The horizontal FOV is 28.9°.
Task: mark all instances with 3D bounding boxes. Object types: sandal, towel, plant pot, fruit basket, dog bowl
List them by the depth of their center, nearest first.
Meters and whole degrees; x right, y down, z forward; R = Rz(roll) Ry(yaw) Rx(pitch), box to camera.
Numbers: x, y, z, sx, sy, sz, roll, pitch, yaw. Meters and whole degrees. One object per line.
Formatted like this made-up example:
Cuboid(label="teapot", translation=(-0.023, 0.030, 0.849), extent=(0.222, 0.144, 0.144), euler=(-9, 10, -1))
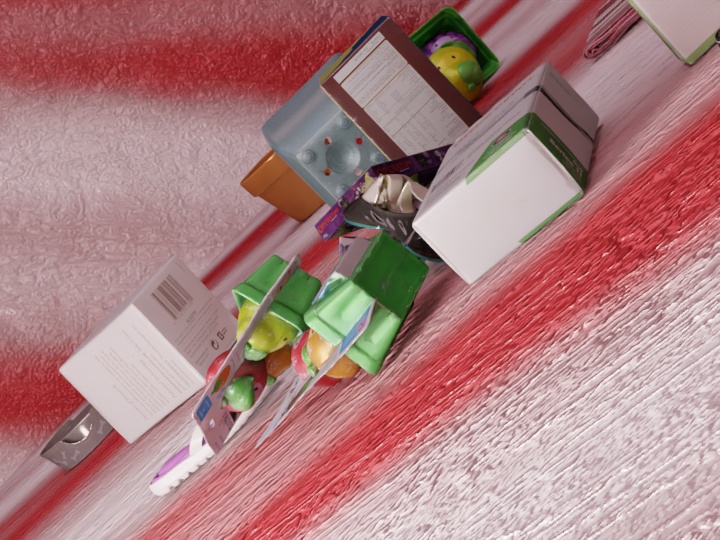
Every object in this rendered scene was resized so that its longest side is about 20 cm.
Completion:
Cuboid(label="fruit basket", translation=(-0.027, 0.060, 1.352), extent=(0.200, 0.094, 0.186), euler=(-43, 9, 34))
Cuboid(label="fruit basket", translation=(-0.108, 0.096, 1.489), extent=(0.185, 0.093, 0.201), euler=(86, -151, -69))
Cuboid(label="sandal", translation=(-0.177, 0.180, 1.619), extent=(0.203, 0.050, 0.082), euler=(-45, 9, 1))
Cuboid(label="towel", translation=(0.337, -0.333, 1.700), extent=(0.144, 0.023, 0.200), euler=(-41, 9, 28))
Cuboid(label="fruit basket", translation=(0.122, -0.314, 2.224), extent=(0.215, 0.156, 0.216), euler=(-41, -4, -4))
Cuboid(label="plant pot", translation=(-0.032, -0.213, 2.326), extent=(0.196, 0.196, 0.200), euler=(-43, 16, 9))
Cuboid(label="dog bowl", translation=(-0.503, 0.287, 2.585), extent=(0.200, 0.059, 0.200), euler=(-44, 8, 8))
Cuboid(label="plant pot", translation=(-0.120, -0.191, 2.744), extent=(0.200, 0.140, 0.200), euler=(-43, 8, 8))

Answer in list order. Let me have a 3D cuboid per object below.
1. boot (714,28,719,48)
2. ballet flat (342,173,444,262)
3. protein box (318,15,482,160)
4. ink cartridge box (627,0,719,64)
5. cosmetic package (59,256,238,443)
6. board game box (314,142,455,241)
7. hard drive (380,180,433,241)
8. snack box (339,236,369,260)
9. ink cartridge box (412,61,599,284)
Cuboid(label="boot", translation=(0.317, -0.263, 1.054), extent=(0.200, 0.151, 0.073), euler=(-36, 12, 43))
Cuboid(label="ballet flat", translation=(0.047, -0.065, 1.493), extent=(0.200, 0.067, 0.069), euler=(27, 112, 56))
Cuboid(label="protein box", translation=(0.057, -0.240, 1.966), extent=(0.135, 0.200, 0.199), euler=(-43, 9, 6))
Cuboid(label="ink cartridge box", translation=(0.282, -0.307, 1.252), extent=(0.145, 0.200, 0.048), euler=(-43, 11, 10))
Cuboid(label="cosmetic package", translation=(-0.321, 0.121, 2.163), extent=(0.200, 0.166, 0.168), euler=(-38, 11, 32))
Cuboid(label="board game box", translation=(0.045, -0.097, 1.671), extent=(0.199, 0.032, 0.120), euler=(-20, -23, -50))
Cuboid(label="hard drive", translation=(0.096, -0.080, 1.601), extent=(0.200, 0.038, 0.140), euler=(-43, 9, 7))
Cuboid(label="snack box", translation=(0.000, 0.000, 1.579), extent=(0.200, 0.024, 0.073), euler=(-161, 72, -80))
Cuboid(label="ink cartridge box", translation=(0.141, -0.096, 1.314), extent=(0.146, 0.083, 0.200), euler=(-41, 11, 28))
